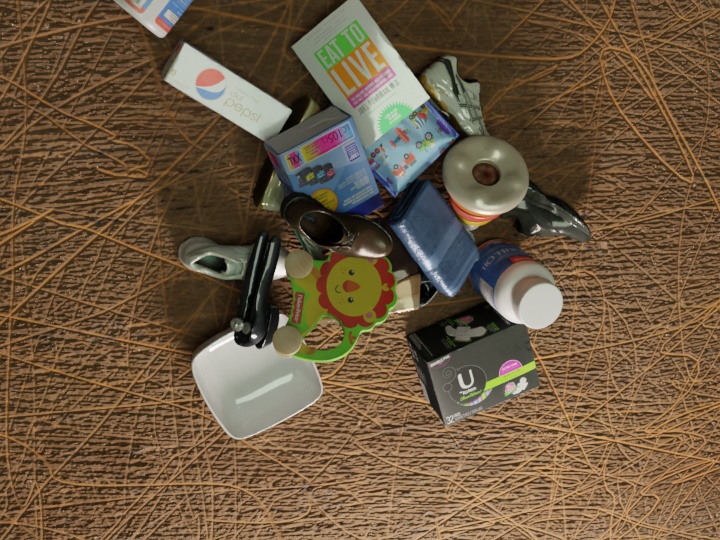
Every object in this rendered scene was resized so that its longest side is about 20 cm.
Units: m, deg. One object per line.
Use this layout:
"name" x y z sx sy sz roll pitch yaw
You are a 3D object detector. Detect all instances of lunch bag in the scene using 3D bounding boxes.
"lunch bag" 0.039 -0.249 1.501 0.150 0.094 0.200 -43 107 4

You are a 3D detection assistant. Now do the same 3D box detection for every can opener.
"can opener" -0.170 0.033 1.478 0.063 0.078 0.202 14 104 25

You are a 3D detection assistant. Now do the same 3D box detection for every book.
"book" 0.000 -0.316 1.446 0.133 0.048 0.201 -37 96 4

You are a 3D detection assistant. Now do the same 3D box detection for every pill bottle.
"pill bottle" 0.276 0.026 1.597 0.111 0.200 0.113 -6 111 -16
"pill bottle" -0.271 -0.451 1.307 0.112 0.112 0.200 38 95 -25

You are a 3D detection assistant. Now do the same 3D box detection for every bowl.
"bowl" -0.186 0.173 1.582 0.198 0.075 0.201 -27 116 -7

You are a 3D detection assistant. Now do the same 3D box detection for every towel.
"towel" 0.125 -0.055 1.529 0.112 0.048 0.200 -55 128 -22

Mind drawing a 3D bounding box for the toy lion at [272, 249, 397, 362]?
"toy lion" -0.037 0.052 1.468 0.190 0.069 0.202 9 79 -1

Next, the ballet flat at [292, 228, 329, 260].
"ballet flat" -0.066 -0.029 1.548 0.063 0.067 0.201 -21 113 -1

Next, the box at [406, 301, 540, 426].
"box" 0.210 0.168 1.679 0.198 0.124 0.150 -22 115 -8

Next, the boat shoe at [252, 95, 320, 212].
"boat shoe" -0.111 -0.188 1.481 0.066 0.074 0.201 18 110 -29

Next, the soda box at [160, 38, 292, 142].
"soda box" -0.210 -0.280 1.415 0.199 0.064 0.068 29 98 -24

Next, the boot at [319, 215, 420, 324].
"boot" 0.000 0.000 1.536 0.198 0.072 0.168 -10 85 -5

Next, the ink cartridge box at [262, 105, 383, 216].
"ink cartridge box" -0.051 -0.141 1.445 0.136 0.076 0.201 -29 125 -11

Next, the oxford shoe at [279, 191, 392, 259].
"oxford shoe" -0.028 -0.052 1.402 0.199 0.084 0.073 17 107 -30

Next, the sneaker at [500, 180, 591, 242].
"sneaker" 0.336 -0.097 1.660 0.199 0.076 0.091 28 109 -17

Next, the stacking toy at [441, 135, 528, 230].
"stacking toy" 0.197 -0.124 1.551 0.145 0.200 0.147 2 66 -5

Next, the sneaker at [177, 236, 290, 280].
"sneaker" -0.202 -0.009 1.508 0.198 0.080 0.071 3 107 -20

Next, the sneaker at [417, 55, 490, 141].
"sneaker" 0.183 -0.280 1.535 0.088 0.076 0.200 -48 121 -6

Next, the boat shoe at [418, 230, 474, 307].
"boat shoe" 0.133 0.004 1.612 0.200 0.091 0.071 -35 116 -3
